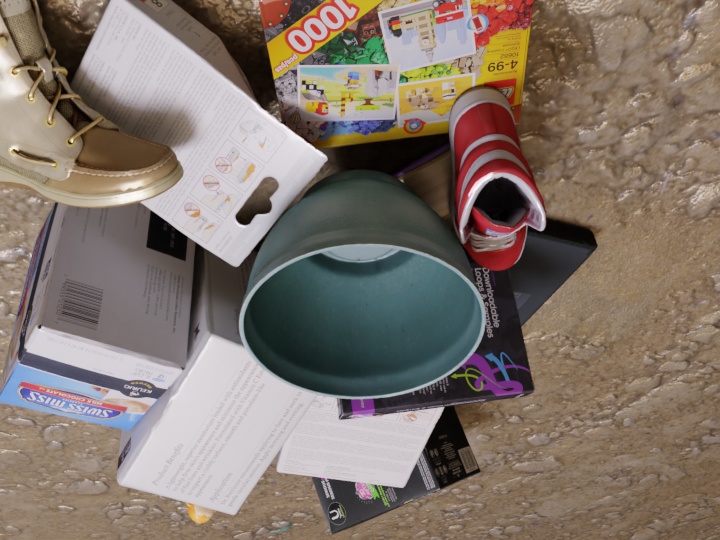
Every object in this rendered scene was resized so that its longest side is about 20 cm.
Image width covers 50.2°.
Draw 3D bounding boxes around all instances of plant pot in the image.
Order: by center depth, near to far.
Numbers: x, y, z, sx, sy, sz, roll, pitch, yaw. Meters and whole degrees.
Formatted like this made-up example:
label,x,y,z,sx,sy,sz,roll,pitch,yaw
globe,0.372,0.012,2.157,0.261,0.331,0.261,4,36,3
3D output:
label,x,y,z,sx,sy,sz,roll,pitch,yaw
plant pot,0.000,0.000,0.665,0.198,0.135,0.201,-1,137,-1

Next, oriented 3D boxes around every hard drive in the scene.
label,x,y,z,sx,sy,sz,roll,pitch,yaw
hard drive,0.168,0.012,0.920,0.138,0.033,0.200,11,139,-21

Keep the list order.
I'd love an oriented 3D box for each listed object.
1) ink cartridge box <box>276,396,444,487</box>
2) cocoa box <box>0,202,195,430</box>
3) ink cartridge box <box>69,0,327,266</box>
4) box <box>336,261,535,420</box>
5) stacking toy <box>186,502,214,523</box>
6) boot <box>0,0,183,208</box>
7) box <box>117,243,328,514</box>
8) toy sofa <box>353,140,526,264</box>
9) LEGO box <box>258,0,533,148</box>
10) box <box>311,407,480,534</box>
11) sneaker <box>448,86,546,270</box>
label,x,y,z,sx,sy,sz,roll,pitch,yaw
ink cartridge box,0.000,0.165,0.863,0.159,0.050,0.201,10,130,-9
cocoa box,-0.245,0.026,0.733,0.133,0.201,0.131,21,134,-29
ink cartridge box,-0.141,-0.115,0.641,0.199,0.050,0.162,35,129,-14
box,0.067,0.068,0.781,0.198,0.144,0.036,-5,161,-9
stacking toy,-0.203,0.226,0.994,0.109,0.201,0.116,-34,134,31
boot,-0.233,-0.137,0.578,0.198,0.073,0.157,14,126,20
box,-0.147,0.102,0.799,0.130,0.200,0.200,24,113,-25
toy sofa,0.056,-0.088,0.735,0.199,0.083,0.098,-26,133,22
LEGO box,0.027,-0.184,0.612,0.198,0.078,0.150,-7,142,0
box,0.046,0.286,1.139,0.199,0.125,0.148,-30,162,27
sneaker,0.114,-0.040,0.646,0.071,0.113,0.201,-11,138,8
